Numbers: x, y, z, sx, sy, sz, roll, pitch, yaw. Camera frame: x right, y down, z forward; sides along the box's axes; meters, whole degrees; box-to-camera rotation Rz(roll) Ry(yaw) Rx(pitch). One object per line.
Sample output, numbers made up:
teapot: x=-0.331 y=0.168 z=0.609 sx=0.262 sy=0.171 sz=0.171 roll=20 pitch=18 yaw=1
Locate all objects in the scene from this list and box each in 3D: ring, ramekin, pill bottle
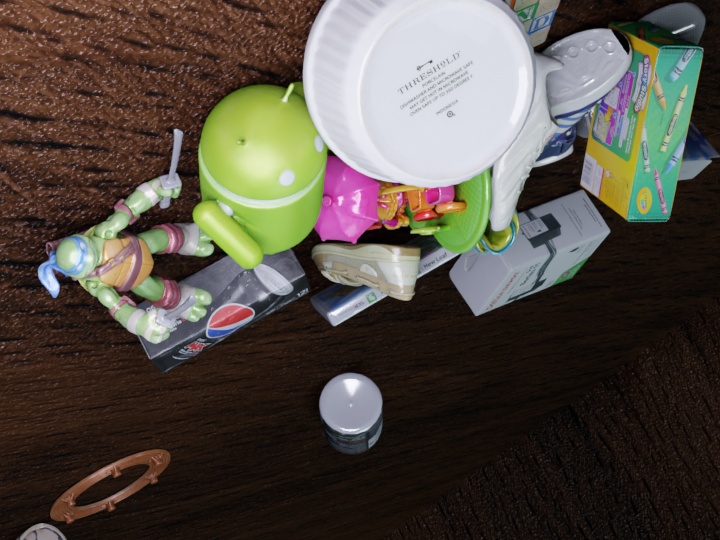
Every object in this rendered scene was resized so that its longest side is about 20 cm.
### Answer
ring: x=-0.378 y=0.333 z=2.023 sx=0.200 sy=0.019 sz=0.201 roll=-27 pitch=162 yaw=-10
ramekin: x=0.057 y=-0.162 z=1.123 sx=0.201 sy=0.094 sz=0.204 roll=-7 pitch=112 yaw=-17
pill bottle: x=-0.015 y=0.250 z=2.240 sx=0.106 sy=0.107 sz=0.200 roll=-28 pitch=161 yaw=-10

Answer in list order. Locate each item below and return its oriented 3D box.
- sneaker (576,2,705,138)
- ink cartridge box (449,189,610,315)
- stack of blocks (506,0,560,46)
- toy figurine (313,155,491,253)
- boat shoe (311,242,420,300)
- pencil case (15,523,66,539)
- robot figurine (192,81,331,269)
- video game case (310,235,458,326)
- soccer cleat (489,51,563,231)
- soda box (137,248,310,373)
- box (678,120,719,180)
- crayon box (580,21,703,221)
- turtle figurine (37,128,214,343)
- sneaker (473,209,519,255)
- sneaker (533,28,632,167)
sneaker: x=0.325 y=-0.245 z=1.577 sx=0.200 sy=0.070 sz=0.080 roll=-44 pitch=-177 yaw=22
ink cartridge box: x=0.251 y=-0.026 z=1.979 sx=0.199 sy=0.083 sz=0.147 roll=-20 pitch=158 yaw=-28
stack of blocks: x=0.086 y=-0.229 z=1.230 sx=0.199 sy=0.059 sz=0.115 roll=-26 pitch=161 yaw=-15
toy figurine: x=0.015 y=-0.083 z=1.453 sx=0.183 sy=0.151 sz=0.200 roll=-6 pitch=177 yaw=-25
boat shoe: x=0.003 y=0.000 z=1.559 sx=0.073 sy=0.064 sz=0.200 roll=2 pitch=180 yaw=-34
pencil case: x=-0.508 y=0.465 z=2.050 sx=0.078 sy=0.090 sz=0.200 roll=-17 pitch=156 yaw=-35
robot figurine: x=-0.090 y=-0.091 z=1.217 sx=0.176 sy=0.115 sz=0.200 roll=-53 pitch=169 yaw=-24
video game case: x=0.027 y=0.007 z=1.682 sx=0.181 sy=0.022 sz=0.200 roll=-30 pitch=-172 yaw=-5
soccer cleat: x=0.174 y=-0.137 z=1.433 sx=0.077 sy=0.201 sz=0.069 roll=5 pitch=-162 yaw=1
soda box: x=-0.160 y=0.035 z=1.508 sx=0.199 sy=0.071 sz=0.063 roll=-29 pitch=161 yaw=-5
box: x=0.377 y=-0.174 z=1.730 sx=0.199 sy=0.122 sz=0.048 roll=-8 pitch=148 yaw=-49
crayon box: x=0.314 y=-0.169 z=1.493 sx=0.058 sy=0.119 sz=0.201 roll=-1 pitch=114 yaw=-19
turtle figurine: x=-0.181 y=-0.009 z=1.252 sx=0.199 sy=0.144 sz=0.194 roll=-32 pitch=166 yaw=15
sneaker: x=0.134 y=-0.059 z=1.635 sx=0.079 sy=0.131 sz=0.200 roll=-28 pitch=162 yaw=-11
sneaker: x=0.234 y=-0.191 z=1.520 sx=0.200 sy=0.081 sz=0.146 roll=-34 pitch=159 yaw=17
